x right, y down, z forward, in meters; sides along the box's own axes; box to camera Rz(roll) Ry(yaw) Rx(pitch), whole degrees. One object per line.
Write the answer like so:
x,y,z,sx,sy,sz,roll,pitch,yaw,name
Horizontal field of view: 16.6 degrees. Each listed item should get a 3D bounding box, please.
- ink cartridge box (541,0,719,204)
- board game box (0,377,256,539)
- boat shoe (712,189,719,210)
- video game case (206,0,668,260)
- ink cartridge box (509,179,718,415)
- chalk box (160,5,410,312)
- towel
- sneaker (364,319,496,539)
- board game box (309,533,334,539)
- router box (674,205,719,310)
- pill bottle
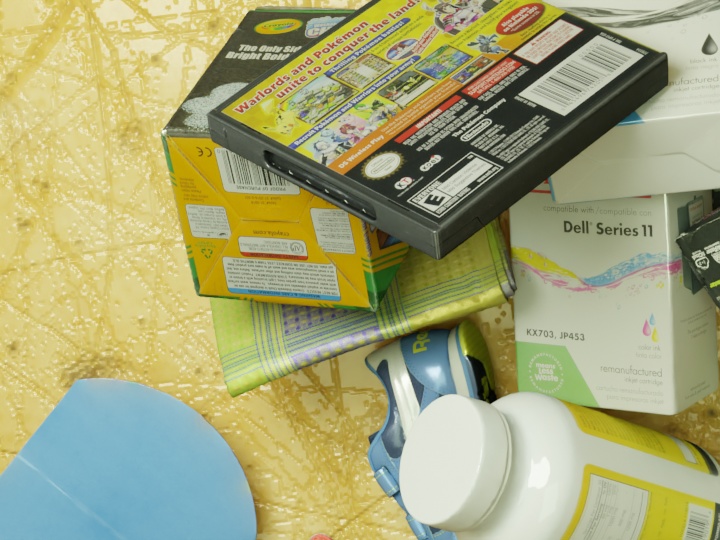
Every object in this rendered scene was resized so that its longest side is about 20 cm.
0.169,-0.140,1.491,0.115,0.201,0.067,-6,139,12,ink cartridge box
-0.163,0.166,1.647,0.158,0.039,0.200,39,104,-4,board game box
0.210,-0.075,1.561,0.073,0.062,0.201,27,100,0,boat shoe
0.045,-0.098,1.407,0.180,0.200,0.026,29,142,35,video game case
0.156,-0.018,1.536,0.117,0.067,0.201,4,103,34,ink cartridge box
-0.023,-0.084,1.533,0.124,0.200,0.124,4,126,21,chalk box
0.000,0.000,1.569,0.199,0.144,0.023,-20,133,7,towel
0.050,0.134,1.602,0.082,0.074,0.201,-5,91,13,sneaker
0.028,0.267,1.641,0.200,0.030,0.096,34,99,4,board game box
0.305,-0.059,1.462,0.200,0.150,0.062,-33,92,-28,router box
0.126,0.139,1.526,0.199,0.112,0.112,19,100,-33,pill bottle
